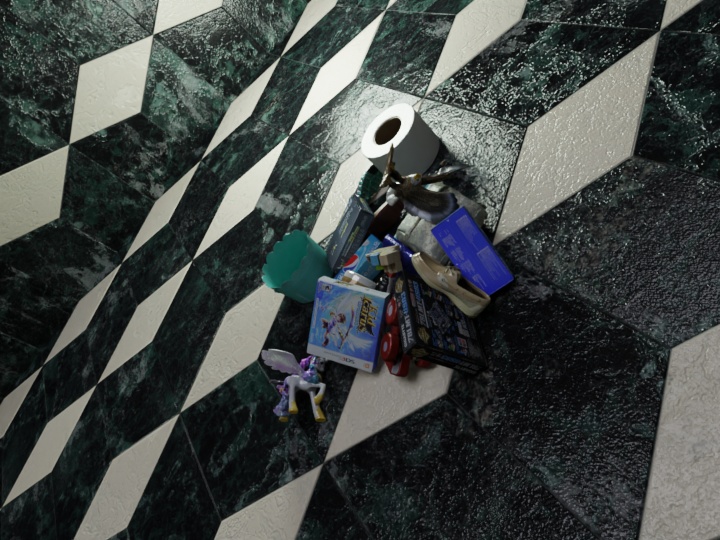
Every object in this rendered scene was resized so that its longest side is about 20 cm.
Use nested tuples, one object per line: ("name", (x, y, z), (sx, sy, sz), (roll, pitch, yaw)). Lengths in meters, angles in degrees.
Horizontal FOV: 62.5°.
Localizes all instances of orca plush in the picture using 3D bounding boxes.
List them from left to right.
("orca plush", (0.037, 0.071, 1.507), (0.106, 0.071, 0.201), (-72, -5, -51))

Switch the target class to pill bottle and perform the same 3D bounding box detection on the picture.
("pill bottle", (-0.033, 0.111, 1.586), (0.114, 0.114, 0.201), (21, 82, 51))

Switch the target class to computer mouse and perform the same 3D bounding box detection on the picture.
("computer mouse", (0.212, -0.203, 1.635), (0.110, 0.044, 0.201), (-37, 38, 58))

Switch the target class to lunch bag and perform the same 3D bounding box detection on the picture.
("lunch bag", (0.208, -0.102, 1.485), (0.200, 0.139, 0.168), (-52, 31, -1))

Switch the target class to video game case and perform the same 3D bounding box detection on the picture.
("video game case", (-0.033, 0.134, 1.480), (0.180, 0.045, 0.202), (14, 106, 15))

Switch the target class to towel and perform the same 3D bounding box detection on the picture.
("towel", (0.129, 0.005, 1.495), (0.049, 0.149, 0.200), (-23, 36, -20))

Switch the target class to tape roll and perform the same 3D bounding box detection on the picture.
("tape roll", (0.121, -0.382, 1.801), (0.202, 0.139, 0.204), (-28, 43, 30))

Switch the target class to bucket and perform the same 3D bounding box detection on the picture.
("bucket", (-0.189, -0.007, 1.828), (0.206, 0.135, 0.208), (-27, 44, 29))

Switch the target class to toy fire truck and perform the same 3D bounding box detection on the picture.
("toy fire truck", (0.099, 0.150, 1.428), (0.168, 0.111, 0.202), (171, 109, -74))

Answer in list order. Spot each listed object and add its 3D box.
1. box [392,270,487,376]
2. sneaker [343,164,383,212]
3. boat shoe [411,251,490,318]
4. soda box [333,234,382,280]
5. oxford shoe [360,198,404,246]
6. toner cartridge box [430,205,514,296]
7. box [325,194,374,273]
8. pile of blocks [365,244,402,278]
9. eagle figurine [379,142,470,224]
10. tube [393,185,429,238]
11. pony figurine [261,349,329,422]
("box", (0.170, 0.115, 1.303), (0.050, 0.197, 0.201), (-49, 34, 36))
("sneaker", (0.000, -0.251, 1.881), (0.087, 0.074, 0.201), (6, 66, 54))
("boat shoe", (0.204, 0.019, 1.335), (0.065, 0.200, 0.072), (-52, -7, 35))
("soda box", (0.000, 0.000, 1.682), (0.200, 0.068, 0.064), (-50, 38, 4))
("oxford shoe", (0.050, -0.151, 1.750), (0.200, 0.070, 0.075), (-48, 35, 6))
("toner cartridge box", (0.256, -0.040, 1.359), (0.095, 0.201, 0.043), (-35, -2, 19))
("box", (-0.035, -0.108, 1.744), (0.201, 0.051, 0.158), (-64, 20, 17))
("pile of blocks", (0.057, -0.014, 1.379), (0.081, 0.063, 0.200), (-13, 6, 6))
("eagle figurine", (0.148, -0.205, 1.436), (0.151, 0.198, 0.153), (-77, 2, -68))
("tube", (0.153, -0.153, 1.622), (0.201, 0.050, 0.077), (-61, 22, 11))
("pony figurine", (-0.168, 0.298, 1.579), (0.191, 0.167, 0.201), (-2, 49, 7))
